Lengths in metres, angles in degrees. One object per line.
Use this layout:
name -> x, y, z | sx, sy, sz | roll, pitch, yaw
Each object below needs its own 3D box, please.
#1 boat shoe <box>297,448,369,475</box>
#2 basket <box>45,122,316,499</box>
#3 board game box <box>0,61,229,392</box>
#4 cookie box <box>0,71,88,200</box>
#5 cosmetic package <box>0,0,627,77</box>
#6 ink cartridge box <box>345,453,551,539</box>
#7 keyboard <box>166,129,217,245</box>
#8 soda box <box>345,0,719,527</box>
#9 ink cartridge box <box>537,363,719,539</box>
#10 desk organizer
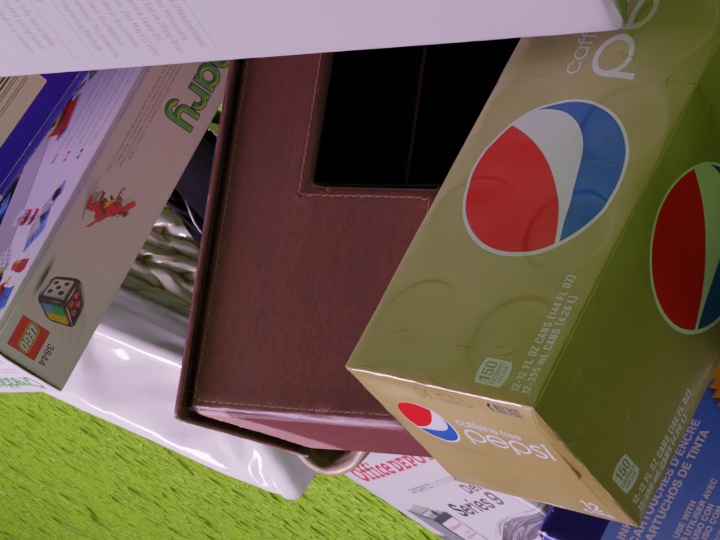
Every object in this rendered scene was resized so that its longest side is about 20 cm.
boat shoe -> 0.000, 0.000, 0.897 | 0.072, 0.065, 0.200 | 22, 146, 12
basket -> -0.097, -0.001, 1.225 | 0.199, 0.124, 0.136 | 21, 160, 26
board game box -> -0.099, -0.048, 0.970 | 0.035, 0.201, 0.126 | 34, 163, -22
cookie box -> -0.142, -0.099, 0.951 | 0.075, 0.172, 0.200 | 38, 161, -16
cosmetic package -> -0.028, -0.118, 0.715 | 0.199, 0.102, 0.071 | -2, 153, 19
ink cartridge box -> 0.096, 0.101, 1.257 | 0.199, 0.084, 0.146 | 33, 162, -8
keyboard -> -0.076, -0.050, 1.100 | 0.200, 0.021, 0.127 | 47, 164, 39
soda box -> 0.079, -0.036, 0.712 | 0.067, 0.201, 0.064 | 10, 154, 42
ink cartridge box -> 0.164, 0.085, 1.015 | 0.199, 0.137, 0.076 | 18, 157, 33
desk organizer -> 0.010, -0.047, 0.769 | 0.077, 0.201, 0.072 | 2, 169, 32
